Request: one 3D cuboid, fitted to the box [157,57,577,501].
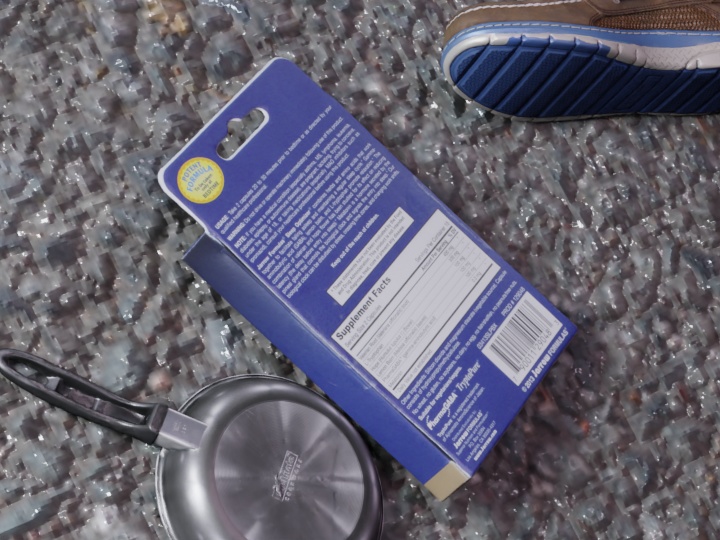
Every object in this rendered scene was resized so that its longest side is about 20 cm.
[{"bbox_3d":[0.000,0.000,1.190,0.200,0.032,0.121,44,47,-3],"label":"box"}]

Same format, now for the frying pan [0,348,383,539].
[{"bbox_3d":[-0.063,0.072,1.142,0.190,0.031,0.115,48,55,-2],"label":"frying pan"}]

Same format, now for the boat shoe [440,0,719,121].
[{"bbox_3d":[0.120,-0.123,1.297,0.199,0.072,0.073,2,61,-35],"label":"boat shoe"}]
